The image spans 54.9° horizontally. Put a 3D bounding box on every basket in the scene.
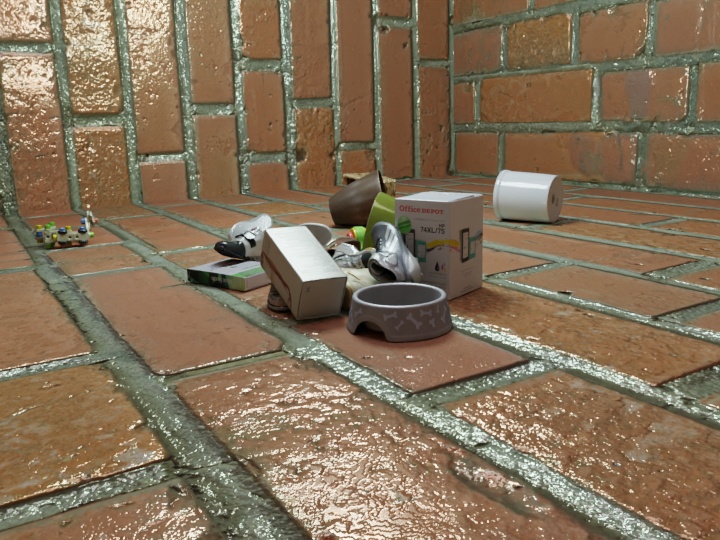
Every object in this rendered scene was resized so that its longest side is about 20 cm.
[{"bbox_3d":[0.029,-0.301,2.731,0.146,0.147,0.198,-7,19,-34],"label":"basket"}]

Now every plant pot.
[{"bbox_3d":[0.118,-0.070,1.671,0.195,0.192,0.187,16,15,9],"label":"plant pot"},{"bbox_3d":[-0.006,-0.229,2.405,0.195,0.192,0.187,-15,10,9],"label":"plant pot"}]

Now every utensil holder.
[{"bbox_3d":[0.581,-0.255,2.398,0.196,0.175,0.168,10,16,36],"label":"utensil holder"}]

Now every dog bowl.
[{"bbox_3d":[0.071,0.070,1.257,0.194,0.060,0.200,-2,13,0],"label":"dog bowl"}]

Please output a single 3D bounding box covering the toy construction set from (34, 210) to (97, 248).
[{"bbox_3d":[-0.934,-0.121,2.218,0.196,0.095,0.130,-21,19,-26],"label":"toy construction set"}]

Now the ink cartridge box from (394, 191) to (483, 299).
[{"bbox_3d":[0.170,-0.060,1.493,0.144,0.206,0.144,8,15,39],"label":"ink cartridge box"}]

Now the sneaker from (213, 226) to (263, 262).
[{"bbox_3d":[-0.287,-0.069,1.739,0.073,0.091,0.198,8,-1,34],"label":"sneaker"}]

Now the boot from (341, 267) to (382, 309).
[{"bbox_3d":[-0.015,0.022,1.452,0.152,0.075,0.198,-10,17,-31],"label":"boot"}]

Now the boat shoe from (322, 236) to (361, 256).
[{"bbox_3d":[-0.067,-0.031,1.722,0.197,0.078,0.071,-24,27,-38],"label":"boat shoe"}]

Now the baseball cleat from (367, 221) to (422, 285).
[{"bbox_3d":[0.049,-0.039,1.414,0.104,0.071,0.201,-3,33,-28],"label":"baseball cleat"}]

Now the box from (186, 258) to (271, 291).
[{"bbox_3d":[-0.296,0.008,1.651,0.196,0.037,0.143,6,14,36],"label":"box"}]

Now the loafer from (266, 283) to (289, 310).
[{"bbox_3d":[-0.160,0.030,1.457,0.070,0.065,0.200,-2,12,0],"label":"loafer"}]

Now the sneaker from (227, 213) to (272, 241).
[{"bbox_3d":[-0.358,-0.116,2.182,0.081,0.075,0.199,-30,-1,36],"label":"sneaker"}]

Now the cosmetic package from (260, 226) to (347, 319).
[{"bbox_3d":[-0.116,0.000,1.370,0.101,0.089,0.200,-4,33,-29],"label":"cosmetic package"}]

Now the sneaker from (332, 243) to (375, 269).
[{"bbox_3d":[0.000,0.000,1.557,0.198,0.076,0.088,9,58,53],"label":"sneaker"}]

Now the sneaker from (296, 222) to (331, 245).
[{"bbox_3d":[-0.154,-0.092,1.923,0.196,0.076,0.118,-13,6,22],"label":"sneaker"}]

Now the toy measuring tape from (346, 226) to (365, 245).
[{"bbox_3d":[0.006,-0.082,1.928,0.072,0.076,0.200,-5,13,-17],"label":"toy measuring tape"}]
